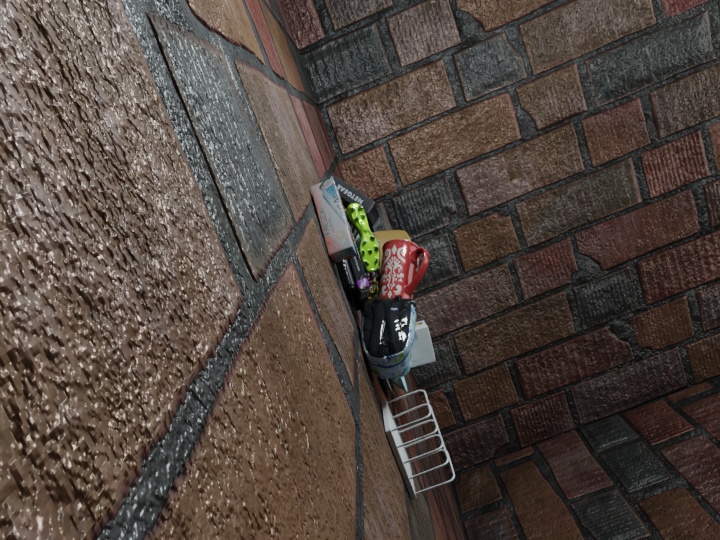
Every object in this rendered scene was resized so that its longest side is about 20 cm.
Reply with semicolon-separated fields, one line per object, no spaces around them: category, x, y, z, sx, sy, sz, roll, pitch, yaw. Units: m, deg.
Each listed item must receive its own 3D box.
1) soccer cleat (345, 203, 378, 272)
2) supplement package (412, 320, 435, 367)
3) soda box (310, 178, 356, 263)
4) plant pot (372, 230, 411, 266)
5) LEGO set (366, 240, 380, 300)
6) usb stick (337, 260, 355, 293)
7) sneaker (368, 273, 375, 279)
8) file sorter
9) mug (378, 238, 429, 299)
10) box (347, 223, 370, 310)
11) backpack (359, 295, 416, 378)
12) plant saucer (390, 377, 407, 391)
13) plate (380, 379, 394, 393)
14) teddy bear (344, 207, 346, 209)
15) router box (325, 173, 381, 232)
soccer cleat;0.002;-0.088;1.622;0.081;0.066;0.207;-36;-113;62
supplement package;0.173;0.238;1.862;0.200;0.110;0.113;-12;88;-88
soda box;-0.069;-0.127;1.471;0.064;0.066;0.206;60;13;-69
plant pot;0.089;-0.070;2.126;0.188;0.195;0.190;55;-22;36
LEGO set;0.000;0.000;1.781;0.203;0.111;0.157;85;11;-49
usb stick;-0.054;-0.037;1.547;0.056;0.032;0.206;83;-10;-69
sneaker;0.029;-0.011;1.933;0.202;0.078;0.091;59;-40;46
file sorter;0.142;0.423;1.426;0.139;0.121;0.205;-99;168;-73
mug;0.124;0.014;1.800;0.178;0.129;0.206;124;-20;-59
box;-0.021;-0.009;1.599;0.144;0.035;0.206;101;-28;-67
backpack;0.074;0.178;1.482;0.202;0.157;0.159;-86;171;-64
plant saucer;0.090;0.266;1.701;0.201;0.038;0.207;-21;91;-87
plate;0.057;0.267;1.687;0.200;0.025;0.207;-20;91;-87
teddy bear;-0.060;-0.166;1.911;0.146;0.066;0.200;53;6;-5
router box;-0.026;-0.233;1.995;0.198;0.053;0.158;35;-10;21
